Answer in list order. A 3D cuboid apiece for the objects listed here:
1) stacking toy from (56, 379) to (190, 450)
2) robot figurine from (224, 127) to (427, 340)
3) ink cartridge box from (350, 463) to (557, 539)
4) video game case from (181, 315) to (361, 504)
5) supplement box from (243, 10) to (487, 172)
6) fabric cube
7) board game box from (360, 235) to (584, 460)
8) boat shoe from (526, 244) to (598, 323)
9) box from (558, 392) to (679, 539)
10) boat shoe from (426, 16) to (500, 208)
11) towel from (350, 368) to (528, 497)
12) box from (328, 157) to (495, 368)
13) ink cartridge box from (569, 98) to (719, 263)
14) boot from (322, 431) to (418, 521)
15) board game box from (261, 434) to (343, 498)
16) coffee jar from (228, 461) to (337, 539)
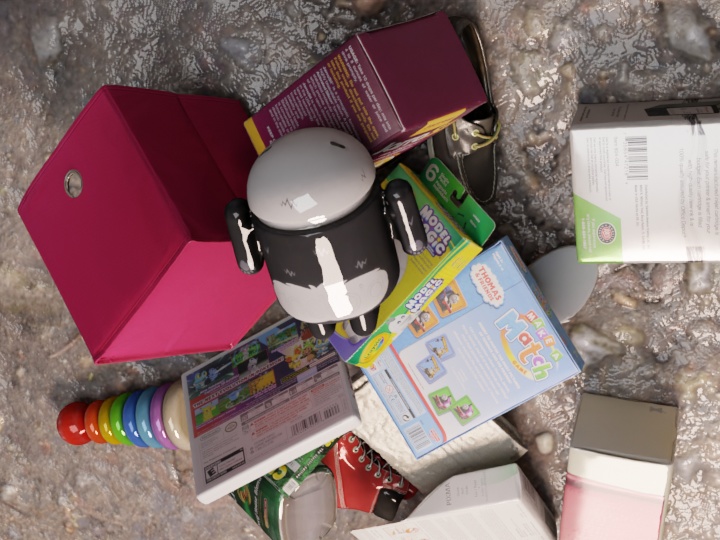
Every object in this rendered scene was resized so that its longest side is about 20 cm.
[{"bbox_3d":[-0.287,0.185,1.517,0.199,0.085,0.086,-9,110,25],"label":"stacking toy"},{"bbox_3d":[-0.032,-0.034,1.136,0.150,0.125,0.201,-28,126,-19],"label":"robot figurine"},{"bbox_3d":[0.108,0.287,1.406,0.199,0.050,0.161,-12,145,18],"label":"ink cartridge box"},{"bbox_3d":[-0.104,0.142,1.370,0.199,0.183,0.023,-29,133,12],"label":"video game case"},{"bbox_3d":[0.002,-0.155,1.210,0.200,0.131,0.104,-29,86,48],"label":"supplement box"},{"bbox_3d":[-0.198,-0.045,1.278,0.196,0.199,0.200,-46,64,31],"label":"fabric cube"},{"bbox_3d":[0.102,0.080,1.251,0.199,0.037,0.152,-31,90,22],"label":"board game box"},{"bbox_3d":[0.170,0.053,1.326,0.075,0.086,0.202,40,88,-6],"label":"boat shoe"},{"bbox_3d":[0.277,0.255,1.348,0.108,0.128,0.201,8,114,14],"label":"box"},{"bbox_3d":[0.106,-0.155,1.247,0.060,0.072,0.202,4,116,48],"label":"boat shoe"},{"bbox_3d":[0.073,0.170,1.376,0.132,0.035,0.200,-41,105,22],"label":"towel"},{"bbox_3d":[0.032,-0.013,1.234,0.200,0.048,0.117,-46,59,12],"label":"box"},{"bbox_3d":[0.312,-0.088,1.216,0.199,0.084,0.146,0,113,17],"label":"ink cartridge box"},{"bbox_3d":[0.004,0.202,1.441,0.143,0.073,0.201,11,123,11],"label":"boot"},{"bbox_3d":[-0.105,0.162,1.384,0.105,0.200,0.023,-45,132,-11],"label":"board game box"},{"bbox_3d":[-0.114,0.230,1.427,0.200,0.085,0.105,31,132,47],"label":"coffee jar"}]
